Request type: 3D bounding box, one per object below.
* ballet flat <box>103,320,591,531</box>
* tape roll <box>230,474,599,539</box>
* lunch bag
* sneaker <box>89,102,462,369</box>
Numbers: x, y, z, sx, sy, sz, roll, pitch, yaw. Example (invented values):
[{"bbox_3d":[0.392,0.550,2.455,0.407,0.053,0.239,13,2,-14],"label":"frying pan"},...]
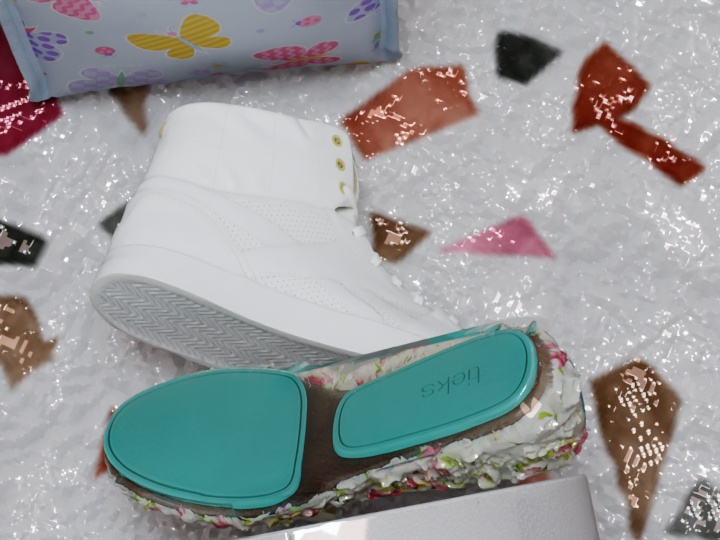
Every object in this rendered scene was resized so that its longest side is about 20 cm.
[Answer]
[{"bbox_3d":[-0.003,0.069,0.958,0.200,0.064,0.076,-9,55,28],"label":"ballet flat"},{"bbox_3d":[-0.010,0.111,0.930,0.202,0.203,0.037,-10,85,-2],"label":"tape roll"},{"bbox_3d":[-0.067,-0.157,1.002,0.169,0.200,0.127,-7,76,-1],"label":"lunch bag"},{"bbox_3d":[0.000,0.000,1.025,0.200,0.074,0.116,25,55,-12],"label":"sneaker"}]
